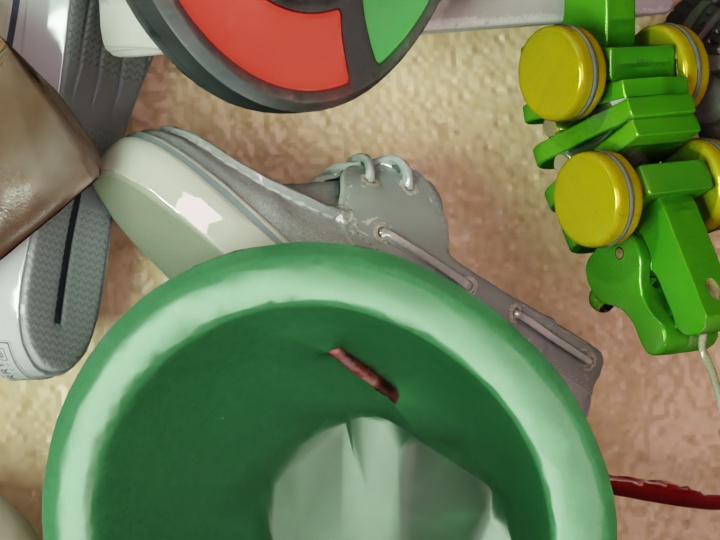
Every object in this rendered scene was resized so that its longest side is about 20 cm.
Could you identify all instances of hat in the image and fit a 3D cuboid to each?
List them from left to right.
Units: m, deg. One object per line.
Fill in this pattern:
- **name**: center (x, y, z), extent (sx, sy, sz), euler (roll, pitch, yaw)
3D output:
- **hat**: center (0.013, 0.081, 0.953), extent (0.200, 0.176, 0.166), euler (35, 97, 7)

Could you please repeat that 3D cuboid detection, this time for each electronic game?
- **electronic game**: center (-0.021, -0.145, 0.849), extent (0.041, 0.200, 0.201), euler (2, 92, 32)

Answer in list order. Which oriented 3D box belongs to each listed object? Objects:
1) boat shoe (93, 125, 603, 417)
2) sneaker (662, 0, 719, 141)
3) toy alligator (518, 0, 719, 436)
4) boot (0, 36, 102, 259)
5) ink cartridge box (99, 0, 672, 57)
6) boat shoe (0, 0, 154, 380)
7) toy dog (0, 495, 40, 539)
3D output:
- **boat shoe**: center (0.001, 0.000, 0.971), extent (0.201, 0.070, 0.072), euler (37, 75, -28)
- **sneaker**: center (0.182, -0.097, 1.016), extent (0.200, 0.076, 0.091), euler (-43, 126, -15)
- **toy alligator**: center (0.086, -0.014, 0.941), extent (0.059, 0.054, 0.201), euler (-7, 77, -40)
- **boot**: center (-0.200, -0.036, 0.900), extent (0.186, 0.064, 0.200), euler (40, 112, -14)
- **ink cartridge box**: center (0.005, -0.163, 0.953), extent (0.199, 0.045, 0.177), euler (-8, 94, -33)
- **boat shoe**: center (-0.110, -0.067, 0.954), extent (0.067, 0.074, 0.201), euler (7, 77, 26)
- **toy dog**: center (-0.102, 0.149, 0.929), extent (0.200, 0.140, 0.194), euler (42, 89, -5)
